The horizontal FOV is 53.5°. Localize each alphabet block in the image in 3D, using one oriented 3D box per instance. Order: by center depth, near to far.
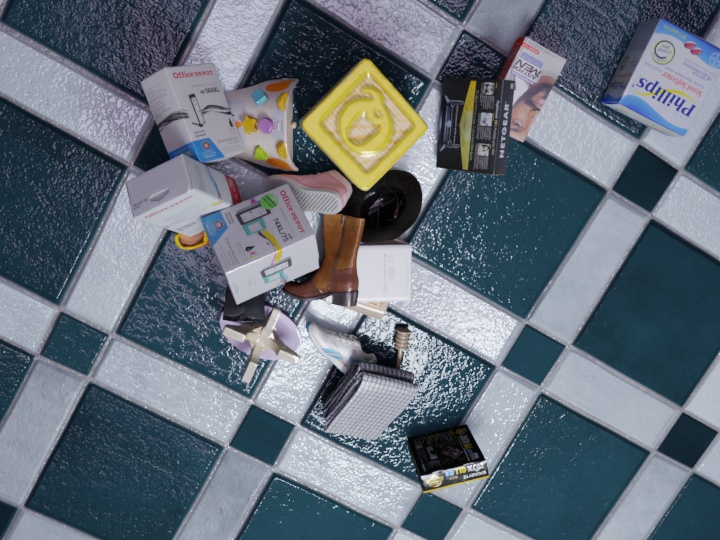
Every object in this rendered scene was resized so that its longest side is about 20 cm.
[{"bbox_3d":[-0.001,-0.307,1.514,0.196,0.200,0.195,43,95,-13],"label":"alphabet block"}]

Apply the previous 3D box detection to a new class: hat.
[{"bbox_3d":[0.059,-0.133,1.618,0.200,0.201,0.081,-43,146,5],"label":"hat"}]

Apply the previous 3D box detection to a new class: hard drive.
[{"bbox_3d":[0.017,0.007,1.648,0.198,0.027,0.133,-1,99,-7],"label":"hard drive"}]

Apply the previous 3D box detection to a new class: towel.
[{"bbox_3d":[0.018,0.304,1.685,0.165,0.086,0.200,16,124,-31],"label":"towel"}]

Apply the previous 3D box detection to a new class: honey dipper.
[{"bbox_3d":[0.090,0.238,1.738,0.038,0.038,0.202,7,104,-7],"label":"honey dipper"}]

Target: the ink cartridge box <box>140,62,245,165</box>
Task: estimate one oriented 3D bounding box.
[{"bbox_3d":[-0.346,-0.320,1.489,0.084,0.146,0.201,-14,100,36],"label":"ink cartridge box"}]

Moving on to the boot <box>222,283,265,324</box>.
[{"bbox_3d":[-0.216,0.021,1.583,0.163,0.201,0.066,0,148,4],"label":"boot"}]

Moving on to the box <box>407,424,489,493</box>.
[{"bbox_3d":[0.205,0.447,1.713,0.158,0.200,0.050,-12,103,-3],"label":"box"}]

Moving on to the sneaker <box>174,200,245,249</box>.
[{"bbox_3d":[-0.319,-0.094,1.600,0.199,0.077,0.073,-27,103,-1],"label":"sneaker"}]

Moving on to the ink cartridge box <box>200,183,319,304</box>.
[{"bbox_3d":[-0.207,-0.056,1.509,0.199,0.146,0.147,-25,64,-12],"label":"ink cartridge box"}]

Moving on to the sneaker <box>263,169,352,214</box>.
[{"bbox_3d":[-0.111,-0.184,1.608,0.199,0.105,0.076,14,127,21],"label":"sneaker"}]

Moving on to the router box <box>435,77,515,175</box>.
[{"bbox_3d":[0.249,-0.317,1.565,0.052,0.157,0.202,-11,110,-47],"label":"router box"}]

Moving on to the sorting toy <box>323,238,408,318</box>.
[{"bbox_3d":[0.000,0.000,1.673,0.184,0.036,0.201,19,101,-10],"label":"sorting toy"}]

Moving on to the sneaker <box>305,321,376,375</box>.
[{"bbox_3d":[-0.048,0.178,1.692,0.081,0.077,0.200,-44,113,7],"label":"sneaker"}]

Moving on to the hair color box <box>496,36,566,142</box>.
[{"bbox_3d":[0.359,-0.404,1.600,0.110,0.064,0.201,24,101,-11],"label":"hair color box"}]

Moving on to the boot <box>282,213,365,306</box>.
[{"bbox_3d":[-0.085,-0.030,1.585,0.187,0.068,0.202,7,98,30],"label":"boot"}]

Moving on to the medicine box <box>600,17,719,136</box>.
[{"bbox_3d":[0.678,-0.429,1.604,0.181,0.103,0.201,23,99,-10],"label":"medicine box"}]

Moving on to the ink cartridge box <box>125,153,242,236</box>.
[{"bbox_3d":[-0.355,-0.150,1.461,0.145,0.200,0.083,-22,75,16],"label":"ink cartridge box"}]

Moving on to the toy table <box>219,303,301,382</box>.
[{"bbox_3d":[-0.230,0.155,1.646,0.198,0.117,0.185,12,102,-9],"label":"toy table"}]

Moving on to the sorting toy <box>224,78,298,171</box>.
[{"bbox_3d":[-0.232,-0.317,1.560,0.179,0.107,0.202,4,103,13],"label":"sorting toy"}]
